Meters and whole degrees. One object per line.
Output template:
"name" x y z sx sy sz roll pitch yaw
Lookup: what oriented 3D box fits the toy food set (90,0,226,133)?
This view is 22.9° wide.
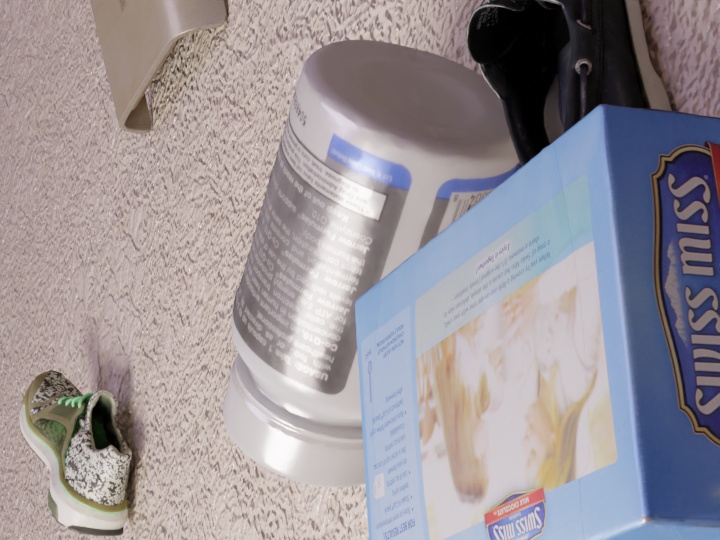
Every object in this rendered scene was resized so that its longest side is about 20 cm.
"toy food set" -0.159 -0.212 1.395 0.200 0.060 0.145 -43 58 60

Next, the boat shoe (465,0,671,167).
"boat shoe" 0.079 -0.096 0.768 0.075 0.065 0.201 123 145 -49

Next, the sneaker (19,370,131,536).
"sneaker" -0.221 0.130 1.459 0.089 0.076 0.200 -61 35 18

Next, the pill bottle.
"pill bottle" 0.000 0.000 0.877 0.114 0.113 0.202 -117 39 -52

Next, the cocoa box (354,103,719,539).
"cocoa box" 0.094 0.046 0.617 0.200 0.130 0.135 140 130 -60
